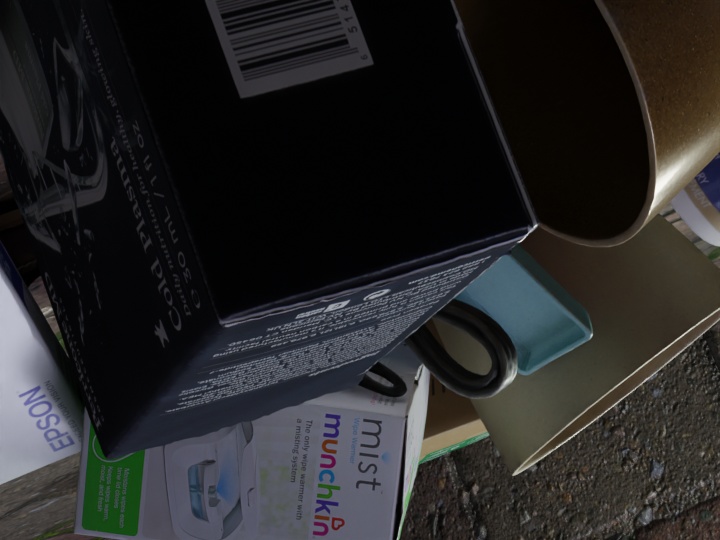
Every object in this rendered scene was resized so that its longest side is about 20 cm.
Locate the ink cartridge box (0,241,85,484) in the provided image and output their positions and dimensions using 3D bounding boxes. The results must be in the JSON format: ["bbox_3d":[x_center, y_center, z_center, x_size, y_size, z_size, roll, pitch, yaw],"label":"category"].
[{"bbox_3d":[-0.263,0.061,1.145,0.199,0.041,0.200,-23,137,1],"label":"ink cartridge box"}]

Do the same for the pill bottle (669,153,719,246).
[{"bbox_3d":[0.258,-0.102,1.173,0.199,0.112,0.111,-28,168,28],"label":"pill bottle"}]

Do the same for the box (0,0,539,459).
[{"bbox_3d":[-0.053,-0.059,0.786,0.123,0.201,0.197,-16,168,-21],"label":"box"}]

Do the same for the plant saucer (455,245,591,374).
[{"bbox_3d":[0.048,-0.022,1.243,0.070,0.200,0.019,-35,-166,50],"label":"plant saucer"}]

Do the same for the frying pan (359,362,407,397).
[{"bbox_3d":[-0.059,0.013,1.179,0.189,0.115,0.031,12,140,3],"label":"frying pan"}]

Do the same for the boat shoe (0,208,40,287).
[{"bbox_3d":[-0.236,0.023,1.200,0.199,0.071,0.070,-24,171,2],"label":"boat shoe"}]

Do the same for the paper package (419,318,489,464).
[{"bbox_3d":[0.007,0.042,1.473,0.199,0.192,0.103,-19,173,-22],"label":"paper package"}]

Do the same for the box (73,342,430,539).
[{"bbox_3d":[-0.053,0.088,1.222,0.175,0.097,0.200,8,-169,3],"label":"box"}]

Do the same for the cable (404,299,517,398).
[{"bbox_3d":[0.000,0.000,1.194,0.097,0.201,0.050,-40,165,24],"label":"cable"}]

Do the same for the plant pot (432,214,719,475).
[{"bbox_3d":[0.110,-0.004,1.377,0.187,0.200,0.187,-37,171,-7],"label":"plant pot"}]

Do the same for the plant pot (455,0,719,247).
[{"bbox_3d":[0.131,-0.140,0.901,0.199,0.187,0.186,-33,174,-21],"label":"plant pot"}]
